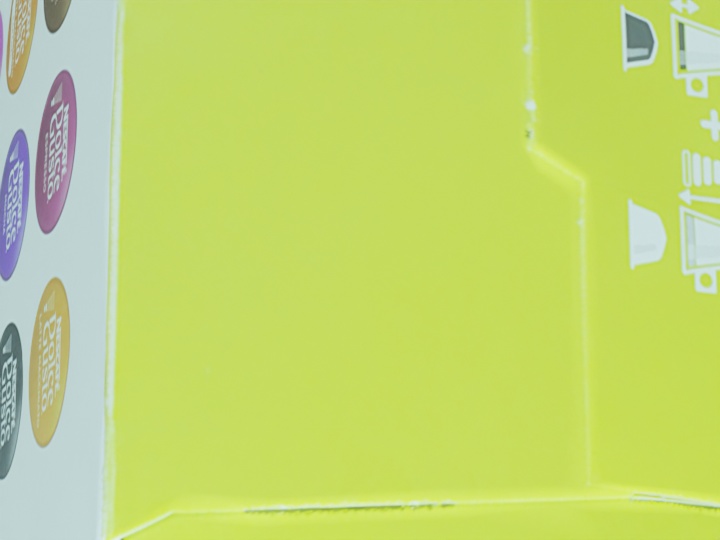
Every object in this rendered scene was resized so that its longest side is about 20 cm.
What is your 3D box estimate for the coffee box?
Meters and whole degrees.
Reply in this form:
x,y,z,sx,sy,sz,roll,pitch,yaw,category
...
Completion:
x,y,z,sx,sy,sz,roll,pitch,yaw,category
0.017,-0.017,0.461,0.200,0.200,0.198,6,164,-20,coffee box
